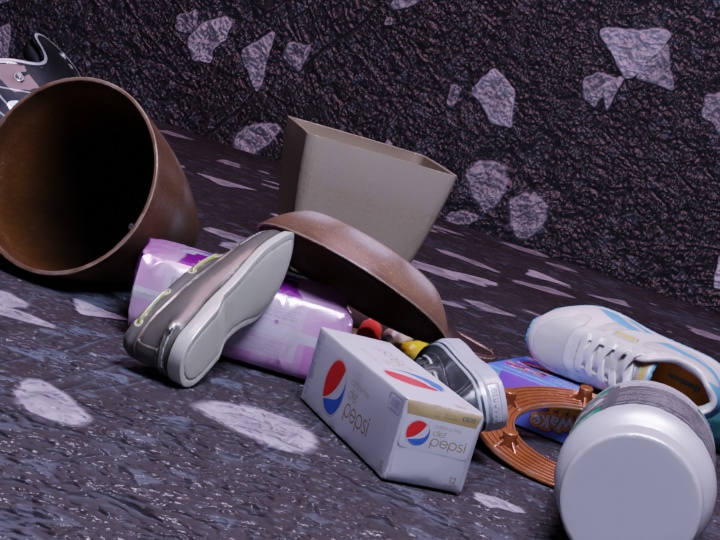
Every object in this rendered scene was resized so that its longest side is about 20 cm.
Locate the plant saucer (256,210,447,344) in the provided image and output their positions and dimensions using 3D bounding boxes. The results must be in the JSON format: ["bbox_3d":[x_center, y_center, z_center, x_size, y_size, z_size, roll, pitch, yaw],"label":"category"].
[{"bbox_3d":[0.000,0.000,1.425,0.199,0.037,0.201,31,-12,7],"label":"plant saucer"}]

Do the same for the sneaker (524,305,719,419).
[{"bbox_3d":[0.250,0.085,1.500,0.198,0.077,0.081,17,9,15],"label":"sneaker"}]

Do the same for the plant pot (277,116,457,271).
[{"bbox_3d":[-0.012,-0.078,2.057,0.198,0.179,0.200,15,8,-13],"label":"plant pot"}]

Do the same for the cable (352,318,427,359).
[{"bbox_3d":[0.010,0.074,1.471,0.096,0.051,0.200,22,7,9],"label":"cable"}]

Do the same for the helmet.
[{"bbox_3d":[-0.359,-0.135,1.630,0.198,0.201,0.191,16,27,-10],"label":"helmet"}]

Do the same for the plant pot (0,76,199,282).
[{"bbox_3d":[-0.239,-0.064,1.538,0.186,0.188,0.200,20,-6,22],"label":"plant pot"}]

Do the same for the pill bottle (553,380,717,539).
[{"bbox_3d":[0.197,0.146,1.133,0.112,0.114,0.200,18,7,10],"label":"pill bottle"}]

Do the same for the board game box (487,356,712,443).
[{"bbox_3d":[0.221,0.138,1.510,0.199,0.045,0.134,20,8,22],"label":"board game box"}]

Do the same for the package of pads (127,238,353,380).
[{"bbox_3d":[-0.106,0.035,1.407,0.198,0.076,0.121,16,6,-6],"label":"package of pads"}]

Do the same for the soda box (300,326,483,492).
[{"bbox_3d":[0.020,0.104,1.230,0.068,0.064,0.200,14,9,-23],"label":"soda box"}]

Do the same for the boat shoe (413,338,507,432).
[{"bbox_3d":[0.063,0.098,1.340,0.070,0.073,0.200,-6,2,-12],"label":"boat shoe"}]

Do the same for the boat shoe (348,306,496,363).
[{"bbox_3d":[0.050,0.055,1.646,0.199,0.071,0.070,20,7,11],"label":"boat shoe"}]

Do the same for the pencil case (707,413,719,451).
[{"bbox_3d":[0.409,0.154,1.672,0.198,0.086,0.093,17,34,-6],"label":"pencil case"}]

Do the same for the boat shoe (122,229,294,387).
[{"bbox_3d":[-0.117,0.019,1.288,0.060,0.073,0.202,19,36,18],"label":"boat shoe"}]

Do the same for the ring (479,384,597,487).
[{"bbox_3d":[0.195,0.141,1.356,0.199,0.019,0.201,10,20,-4],"label":"ring"}]
